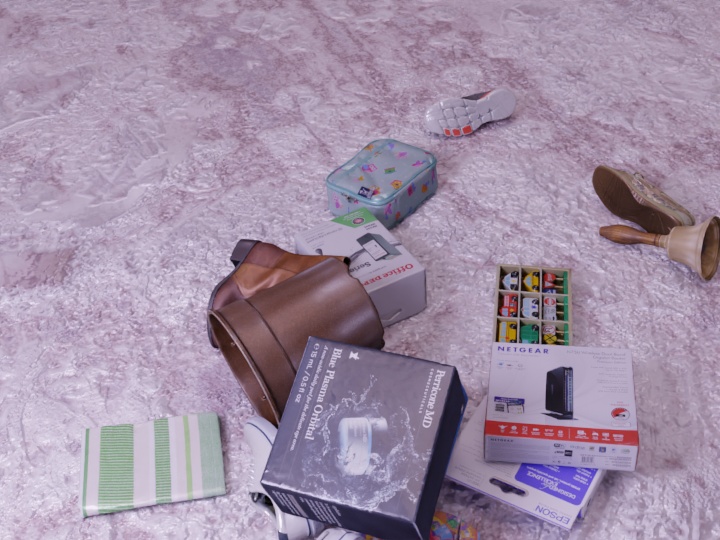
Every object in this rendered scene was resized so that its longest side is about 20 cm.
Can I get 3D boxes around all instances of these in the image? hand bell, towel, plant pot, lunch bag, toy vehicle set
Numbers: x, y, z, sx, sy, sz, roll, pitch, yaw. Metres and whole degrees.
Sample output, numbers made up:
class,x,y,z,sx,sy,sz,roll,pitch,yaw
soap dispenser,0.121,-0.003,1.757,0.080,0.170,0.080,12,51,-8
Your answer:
class,x,y,z,sx,sy,sz,roll,pitch,yaw
hand bell,0.492,-0.050,1.686,0.197,0.106,0.104,11,39,37
towel,-0.288,0.265,1.388,0.196,0.024,0.154,-7,40,-7
plant pot,-0.083,0.093,1.412,0.196,0.202,0.200,-31,45,-16
lunch bag,0.035,-0.162,1.844,0.159,0.078,0.199,26,48,32
toy vehicle set,0.271,0.065,1.586,0.121,0.027,0.202,3,40,8

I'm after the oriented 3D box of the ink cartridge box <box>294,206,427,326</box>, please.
class,x,y,z,sx,sy,sz,roll,pitch,yaw
ink cartridge box,0.000,0.000,1.641,0.144,0.085,0.200,-22,43,-21

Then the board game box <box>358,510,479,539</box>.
class,x,y,z,sx,sy,sz,roll,pitch,yaw
board game box,0.069,0.359,1.226,0.154,0.040,0.202,1,39,6

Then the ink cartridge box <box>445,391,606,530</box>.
class,x,y,z,sx,sy,sz,roll,pitch,yaw
ink cartridge box,0.226,0.249,1.349,0.195,0.044,0.200,19,43,27

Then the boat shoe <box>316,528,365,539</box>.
class,x,y,z,sx,sy,sz,roll,pitch,yaw
boat shoe,-0.069,0.387,1.192,0.064,0.075,0.199,8,34,38

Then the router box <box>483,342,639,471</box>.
class,x,y,z,sx,sy,sz,roll,pitch,yaw
router box,0.268,0.179,1.357,0.196,0.050,0.181,2,38,10

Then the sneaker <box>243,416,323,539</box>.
class,x,y,z,sx,sy,sz,roll,pitch,yaw
sneaker,-0.120,0.271,1.324,0.070,0.074,0.200,-17,41,-22

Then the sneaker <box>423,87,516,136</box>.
class,x,y,z,sx,sy,sz,roll,pitch,yaw
sneaker,0.217,-0.320,2.052,0.196,0.079,0.082,-12,12,-12

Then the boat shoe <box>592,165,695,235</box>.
class,x,y,z,sx,sy,sz,roll,pitch,yaw
boat shoe,0.494,-0.122,1.773,0.062,0.074,0.200,-24,54,-33

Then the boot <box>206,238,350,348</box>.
class,x,y,z,sx,sy,sz,roll,pitch,yaw
boot,-0.127,0.050,1.563,0.196,0.069,0.191,12,61,22

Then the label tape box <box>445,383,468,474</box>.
class,x,y,z,sx,sy,sz,roll,pitch,yaw
label tape box,0.035,0.213,1.380,0.197,0.064,0.145,-9,34,29

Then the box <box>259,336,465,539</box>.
class,x,y,z,sx,sy,sz,roll,pitch,yaw
box,0.008,0.207,1.228,0.196,0.118,0.200,10,63,17
